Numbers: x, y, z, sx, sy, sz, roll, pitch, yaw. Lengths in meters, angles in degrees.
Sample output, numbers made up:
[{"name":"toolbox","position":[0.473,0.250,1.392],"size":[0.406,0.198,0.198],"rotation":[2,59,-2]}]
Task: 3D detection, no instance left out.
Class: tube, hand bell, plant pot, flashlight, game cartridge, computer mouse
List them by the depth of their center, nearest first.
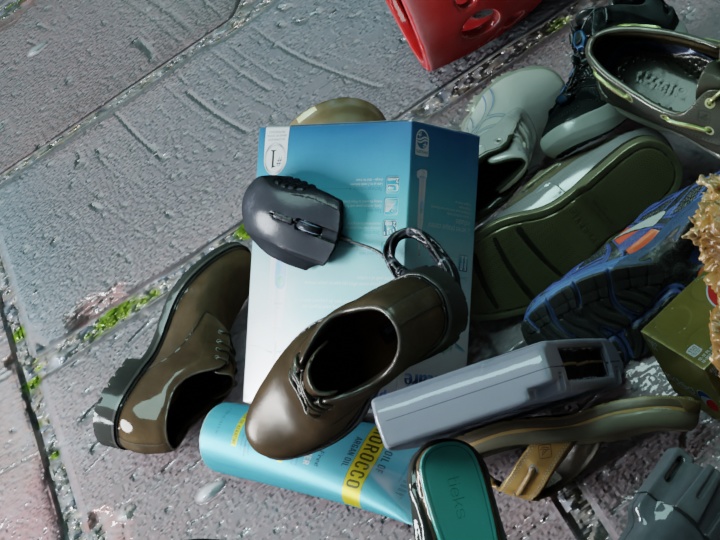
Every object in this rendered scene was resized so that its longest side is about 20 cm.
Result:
[{"name":"flashlight","position":[0.156,0.203,1.183],"size":[0.068,0.068,0.200],"rotation":[28,60,23]},{"name":"game cartridge","position":[0.085,0.079,1.295],"size":[0.132,0.200,0.041],"rotation":[-24,81,17]},{"name":"computer mouse","position":[-0.012,-0.019,1.376],"size":[0.199,0.034,0.059],"rotation":[22,99,38]},{"name":"tube","position":[-0.024,0.132,1.431],"size":[0.199,0.050,0.078],"rotation":[7,59,37]},{"name":"hand bell","position":[0.014,-0.034,1.575],"size":[0.104,0.104,0.201],"rotation":[-33,48,2]},{"name":"plant pot","position":[0.092,-0.293,1.705],"size":[0.181,0.201,0.201],"rotation":[-25,35,-2]}]

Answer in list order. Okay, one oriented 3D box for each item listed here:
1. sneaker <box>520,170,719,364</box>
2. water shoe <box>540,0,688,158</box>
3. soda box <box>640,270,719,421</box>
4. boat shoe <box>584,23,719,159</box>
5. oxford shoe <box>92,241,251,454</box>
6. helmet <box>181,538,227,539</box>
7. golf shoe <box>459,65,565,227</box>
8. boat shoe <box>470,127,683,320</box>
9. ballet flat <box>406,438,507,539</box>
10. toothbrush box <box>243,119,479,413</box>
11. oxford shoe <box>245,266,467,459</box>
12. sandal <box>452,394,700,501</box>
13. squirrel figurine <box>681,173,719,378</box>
[{"name":"sneaker","position":[0.199,-0.002,1.386],"size":[0.199,0.076,0.079],"rotation":[-30,19,9]},{"name":"water shoe","position":[0.176,-0.154,1.526],"size":[0.071,0.079,0.200],"rotation":[-27,12,42]},{"name":"soda box","position":[0.280,0.005,1.309],"size":[0.200,0.064,0.068],"rotation":[-42,36,-11]},{"name":"boat shoe","position":[0.241,-0.120,1.388],"size":[0.201,0.060,0.073],"rotation":[22,81,38]},{"name":"oxford shoe","position":[-0.121,0.064,1.576],"size":[0.084,0.073,0.201],"rotation":[12,57,27]},{"name":"helmet","position":[-0.056,0.263,1.173],"size":[0.200,0.189,0.202],"rotation":[-160,90,-77]},{"name":"golf shoe","position":[0.107,-0.083,1.518],"size":[0.200,0.079,0.097],"rotation":[-47,23,-27]},{"name":"boat shoe","position":[0.142,-0.032,1.469],"size":[0.199,0.075,0.068],"rotation":[-31,15,9]},{"name":"ballet flat","position":[0.069,0.202,1.234],"size":[0.067,0.068,0.202],"rotation":[-5,69,-10]},{"name":"toothbrush box","position":[0.000,0.000,1.439],"size":[0.145,0.085,0.202],"rotation":[-1,84,40]},{"name":"oxford shoe","position":[-0.024,0.066,1.328],"size":[0.084,0.073,0.200],"rotation":[-22,-18,-50]},{"name":"sandal","position":[0.125,0.119,1.307],"size":[0.198,0.080,0.055],"rotation":[-12,83,23]},{"name":"squirrel figurine","position":[0.280,0.011,1.182],"size":[0.141,0.200,0.188],"rotation":[0,59,48]}]
